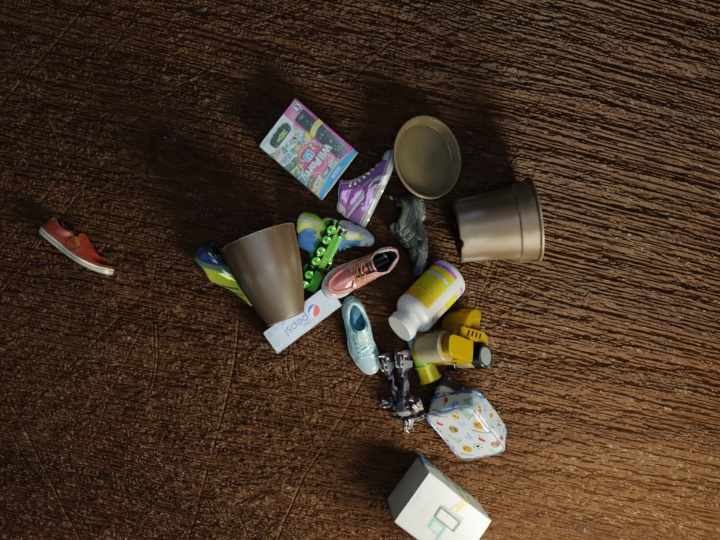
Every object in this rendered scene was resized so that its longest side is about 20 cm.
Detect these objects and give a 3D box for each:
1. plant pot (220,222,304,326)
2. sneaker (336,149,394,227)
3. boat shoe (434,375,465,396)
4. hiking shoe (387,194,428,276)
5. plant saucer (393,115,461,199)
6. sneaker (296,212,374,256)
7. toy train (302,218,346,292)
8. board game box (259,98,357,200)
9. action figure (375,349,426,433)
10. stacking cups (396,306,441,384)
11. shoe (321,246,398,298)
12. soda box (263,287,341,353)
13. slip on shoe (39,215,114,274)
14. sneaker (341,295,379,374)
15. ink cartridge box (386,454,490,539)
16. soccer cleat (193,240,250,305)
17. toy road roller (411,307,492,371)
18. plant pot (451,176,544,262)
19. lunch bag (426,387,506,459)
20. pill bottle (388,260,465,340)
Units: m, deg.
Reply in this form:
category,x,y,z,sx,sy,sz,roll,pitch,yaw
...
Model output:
category,x,y,z,sx,sy,sz,roll,pitch,yaw
plant pot,-0.207,0.018,1.648,0.183,0.187,0.204,-21,88,-4
sneaker,0.007,-0.221,1.727,0.112,0.073,0.204,27,89,-1
boat shoe,0.274,0.337,1.779,0.198,0.069,0.057,36,49,-12
hiking shoe,0.116,-0.086,1.748,0.098,0.076,0.206,-4,84,4
plant saucer,0.160,-0.276,1.727,0.196,0.029,0.206,1,87,-28
sneaker,-0.068,-0.071,1.735,0.195,0.076,0.107,17,111,-7
toy train,-0.091,-0.034,1.691,0.055,0.042,0.202,17,117,-24
board game box,-0.126,-0.293,1.714,0.199,0.064,0.149,39,89,-6
action figure,0.098,0.301,1.740,0.128,0.069,0.205,-13,88,38
stacking cups,0.143,0.179,1.760,0.059,0.060,0.204,-20,94,-4
shoe,0.000,0.000,1.691,0.197,0.091,0.073,-27,89,-26
soda box,-0.141,0.117,1.728,0.198,0.068,0.064,-37,93,-3
slip on shoe,-0.668,-0.057,1.675,0.198,0.074,0.062,37,86,-1
sneaker,-0.002,0.166,1.736,0.072,0.082,0.204,-21,95,-3
ink cartridge box,0.190,0.593,1.741,0.199,0.147,0.147,38,88,-6
soccer cleat,-0.323,0.017,1.721,0.200,0.065,0.083,46,118,-9
toy road roller,0.227,0.160,1.718,0.197,0.121,0.150,18,69,-39
plant pot,0.326,-0.108,1.707,0.193,0.200,0.206,-9,93,3
lunch bag,0.256,0.375,1.725,0.158,0.076,0.201,-19,120,35
pill bottle,0.158,0.075,1.705,0.200,0.104,0.105,-43,96,-24
